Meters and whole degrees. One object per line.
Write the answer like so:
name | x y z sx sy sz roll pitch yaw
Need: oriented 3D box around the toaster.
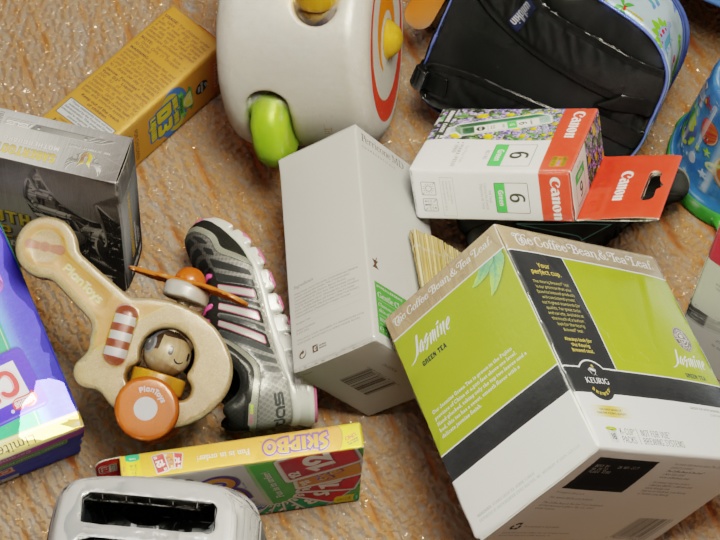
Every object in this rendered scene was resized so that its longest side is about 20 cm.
toaster | -0.155 0.218 1.504 0.200 0.129 0.114 6 58 1

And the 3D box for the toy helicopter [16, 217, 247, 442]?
toy helicopter | -0.177 0.030 1.571 0.200 0.079 0.132 44 85 4

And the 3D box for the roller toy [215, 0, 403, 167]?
roller toy | -0.034 -0.197 1.722 0.139 0.200 0.182 2 19 11

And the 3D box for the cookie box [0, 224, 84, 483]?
cookie box | -0.328 0.073 1.595 0.171 0.075 0.200 -21 76 -16

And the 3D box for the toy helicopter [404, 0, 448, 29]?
toy helicopter | 0.070 -0.299 1.790 0.079 0.200 0.132 5 41 0

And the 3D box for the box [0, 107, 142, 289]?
box | -0.278 -0.065 1.656 0.200 0.158 0.048 13 59 5

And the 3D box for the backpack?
backpack | 0.172 -0.195 1.745 0.200 0.183 0.147 28 40 5

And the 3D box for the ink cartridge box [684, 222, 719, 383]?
ink cartridge box | 0.337 0.034 1.600 0.145 0.200 0.083 34 59 17

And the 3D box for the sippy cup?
sippy cup | 0.333 -0.121 1.735 0.139 0.130 0.178 -20 61 -15

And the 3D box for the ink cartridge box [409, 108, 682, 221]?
ink cartridge box | 0.150 -0.087 1.666 0.200 0.050 0.109 1 32 20

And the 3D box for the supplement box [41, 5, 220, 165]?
supplement box | -0.202 -0.134 1.756 0.069 0.067 0.200 35 64 17

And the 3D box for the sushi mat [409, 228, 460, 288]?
sushi mat | 0.078 0.067 1.629 0.012 0.096 0.200 -24 60 27

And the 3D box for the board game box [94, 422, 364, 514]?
board game box | -0.098 0.159 1.563 0.200 0.096 0.030 -5 60 -6

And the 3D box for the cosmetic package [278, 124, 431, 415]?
cosmetic package | 0.000 0.000 1.646 0.085 0.108 0.200 -23 56 29

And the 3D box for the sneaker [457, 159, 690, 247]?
sneaker | 0.183 -0.037 1.722 0.200 0.075 0.079 -15 76 -6

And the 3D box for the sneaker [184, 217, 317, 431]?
sneaker | -0.107 0.046 1.644 0.087 0.074 0.200 -18 66 -20

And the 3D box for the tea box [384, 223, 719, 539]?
tea box | 0.157 0.090 1.543 0.200 0.134 0.197 10 48 -45

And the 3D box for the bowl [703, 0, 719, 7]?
bowl | 0.302 -0.275 1.819 0.200 0.039 0.201 21 21 -9
